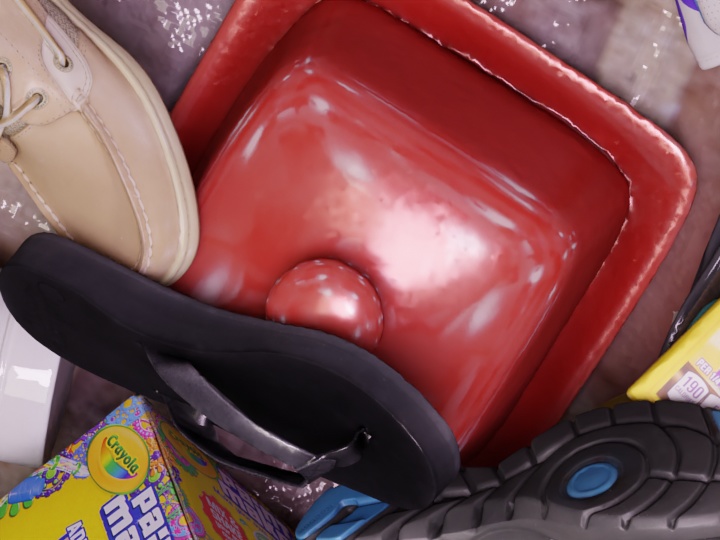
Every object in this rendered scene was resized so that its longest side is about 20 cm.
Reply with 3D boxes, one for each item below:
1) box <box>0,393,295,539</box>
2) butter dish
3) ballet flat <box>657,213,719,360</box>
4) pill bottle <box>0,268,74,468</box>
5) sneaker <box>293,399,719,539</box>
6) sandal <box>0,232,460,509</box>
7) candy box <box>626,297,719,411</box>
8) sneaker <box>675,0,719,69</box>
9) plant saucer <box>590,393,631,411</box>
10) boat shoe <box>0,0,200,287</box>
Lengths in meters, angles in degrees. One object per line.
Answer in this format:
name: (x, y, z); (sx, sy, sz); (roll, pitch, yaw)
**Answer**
box: (-0.087, 0.190, 1.177); (0.192, 0.122, 0.200); (-38, 129, 10)
butter dish: (0.000, 0.000, 1.153); (0.199, 0.148, 0.201); (33, 110, 1)
ballet flat: (0.157, 0.008, 1.148); (0.073, 0.073, 0.201); (18, 91, 7)
pill bottle: (-0.217, 0.021, 1.220); (0.199, 0.112, 0.113); (12, 109, 0)
sneaker: (0.076, 0.103, 1.097); (0.199, 0.073, 0.082); (-11, 118, 32)
sandal: (-0.052, 0.047, 1.099); (0.199, 0.043, 0.076); (20, 147, 27)
candy box: (0.201, 0.080, 1.090); (0.102, 0.026, 0.200); (-45, 82, 5)
sneaker: (0.104, -0.147, 1.121); (0.199, 0.081, 0.148); (0, 102, 7)
plant saucer: (0.146, 0.137, 1.160); (0.199, 0.031, 0.201); (3, 76, -10)
boat shoe: (-0.134, -0.075, 1.129); (0.072, 0.065, 0.201); (-34, 85, 40)
